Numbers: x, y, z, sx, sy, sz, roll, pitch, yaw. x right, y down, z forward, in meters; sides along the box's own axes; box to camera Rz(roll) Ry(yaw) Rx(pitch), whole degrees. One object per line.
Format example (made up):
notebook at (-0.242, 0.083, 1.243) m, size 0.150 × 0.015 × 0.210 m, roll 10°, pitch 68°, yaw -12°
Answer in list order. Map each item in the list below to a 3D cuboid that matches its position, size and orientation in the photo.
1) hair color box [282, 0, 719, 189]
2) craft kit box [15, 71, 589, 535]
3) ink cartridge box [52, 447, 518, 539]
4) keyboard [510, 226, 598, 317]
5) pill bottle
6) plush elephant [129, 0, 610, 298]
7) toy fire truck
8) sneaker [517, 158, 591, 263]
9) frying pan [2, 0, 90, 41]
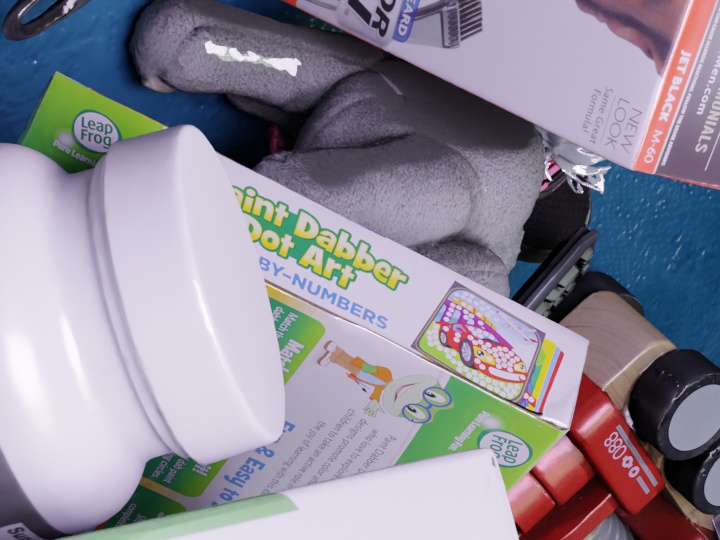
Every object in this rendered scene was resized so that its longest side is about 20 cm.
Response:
hair color box at (0.061, -0.116, 0.902) m, size 0.064 × 0.199 × 0.112 m, roll 6°, pitch 107°, yaw -46°
craft kit box at (-0.053, 0.045, 0.875) m, size 0.200 × 0.197 × 0.049 m, roll -51°, pitch -167°, yaw 49°
ink cartridge box at (-0.057, 0.118, 0.771) m, size 0.144 × 0.200 × 0.085 m, roll -10°, pitch 83°, yaw -28°
keyboard at (0.030, 0.065, 1.079) m, size 0.200 × 0.021 × 0.127 m, roll -48°, pitch 179°, yaw -5°
pill bottle at (-0.130, 0.029, 0.744) m, size 0.199 × 0.116 × 0.116 m, roll -16°, pitch 132°, yaw 9°
plush elephant at (0.000, 0.000, 0.973) m, size 0.199 × 0.165 × 0.156 m, roll 0°, pitch 123°, yaw -33°
toy fire truck at (0.102, 0.134, 1.188) m, size 0.200 × 0.129 × 0.176 m, roll -42°, pitch 136°, yaw -5°
sneaker at (0.067, -0.070, 1.054) m, size 0.079 × 0.095 × 0.201 m, roll -45°, pitch 137°, yaw -21°
frying pan at (-0.049, -0.139, 0.949) m, size 0.191 × 0.031 × 0.115 m, roll -54°, pitch 136°, yaw -5°
